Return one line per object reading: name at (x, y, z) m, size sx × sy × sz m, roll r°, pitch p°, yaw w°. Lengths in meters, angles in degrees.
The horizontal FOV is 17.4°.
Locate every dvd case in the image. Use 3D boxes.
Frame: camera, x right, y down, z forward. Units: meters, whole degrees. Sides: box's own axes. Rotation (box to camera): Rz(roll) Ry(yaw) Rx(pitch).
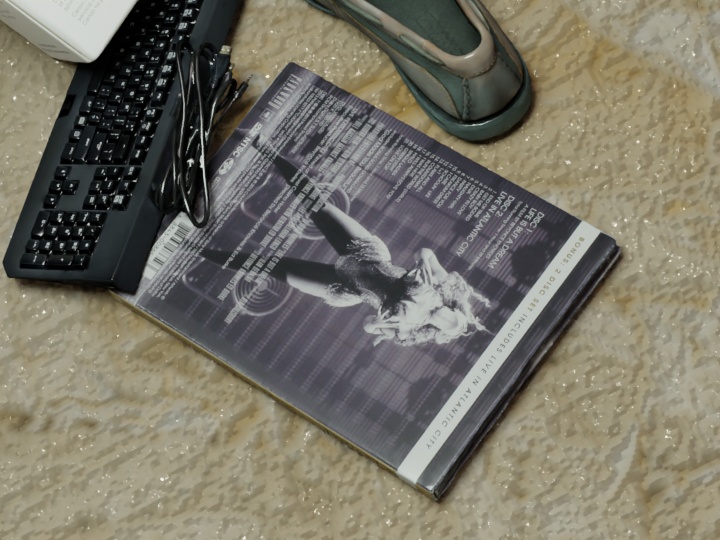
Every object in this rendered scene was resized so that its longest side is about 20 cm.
dvd case at (0.000, 0.000, 1.114) m, size 0.200 × 0.016 × 0.149 m, roll 30°, pitch 74°, yaw 27°

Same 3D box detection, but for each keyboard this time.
keyboard at (-0.109, -0.085, 1.162) m, size 0.104 × 0.040 × 0.200 m, roll 4°, pitch 63°, yaw 25°

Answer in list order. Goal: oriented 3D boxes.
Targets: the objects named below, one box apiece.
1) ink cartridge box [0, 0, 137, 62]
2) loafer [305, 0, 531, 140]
ink cartridge box at (-0.178, -0.218, 1.157) m, size 0.147 × 0.200 × 0.083 m, roll -56°, pitch 23°, yaw -8°
loafer at (0.013, -0.148, 1.159) m, size 0.072 × 0.063 × 0.200 m, roll -39°, pitch 61°, yaw -7°
